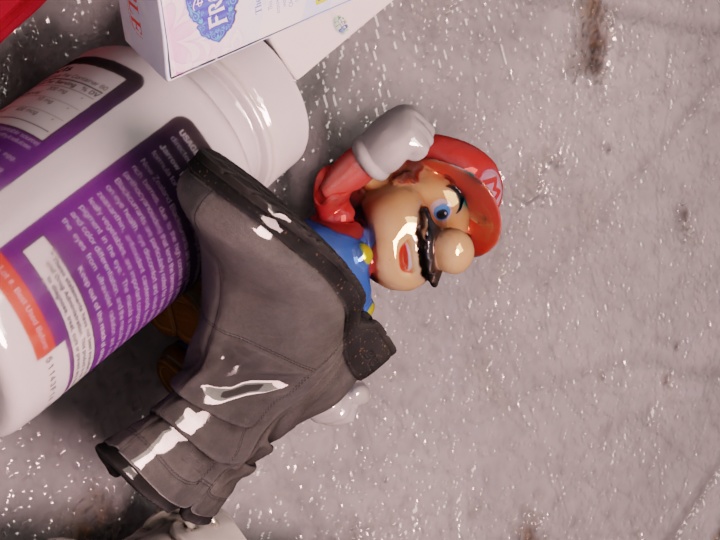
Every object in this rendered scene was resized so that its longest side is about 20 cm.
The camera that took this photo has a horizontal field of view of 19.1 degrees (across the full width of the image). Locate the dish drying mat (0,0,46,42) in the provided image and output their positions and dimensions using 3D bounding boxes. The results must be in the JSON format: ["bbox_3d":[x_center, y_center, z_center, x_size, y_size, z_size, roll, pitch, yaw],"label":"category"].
[{"bbox_3d":[-0.154,-0.153,0.944,0.200,0.018,0.077,-49,123,-29],"label":"dish drying mat"}]

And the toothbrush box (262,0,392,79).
[{"bbox_3d":[-0.031,-0.205,0.926,0.146,0.085,0.200,-41,138,-7],"label":"toothbrush box"}]

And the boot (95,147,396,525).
[{"bbox_3d":[-0.061,0.040,0.907,0.132,0.070,0.200,-44,149,-6],"label":"boot"}]

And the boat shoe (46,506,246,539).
[{"bbox_3d":[-0.080,0.141,1.007,0.200,0.072,0.066,21,75,-43],"label":"boat shoe"}]

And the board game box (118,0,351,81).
[{"bbox_3d":[-0.013,-0.199,0.850,0.199,0.041,0.200,-26,135,-23],"label":"board game box"}]

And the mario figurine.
[{"bbox_3d":[0.000,0.000,1.036,0.200,0.123,0.106,-34,81,-30],"label":"mario figurine"}]

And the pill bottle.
[{"bbox_3d":[-0.117,-0.028,0.926,0.200,0.111,0.111,-41,120,-33],"label":"pill bottle"}]
